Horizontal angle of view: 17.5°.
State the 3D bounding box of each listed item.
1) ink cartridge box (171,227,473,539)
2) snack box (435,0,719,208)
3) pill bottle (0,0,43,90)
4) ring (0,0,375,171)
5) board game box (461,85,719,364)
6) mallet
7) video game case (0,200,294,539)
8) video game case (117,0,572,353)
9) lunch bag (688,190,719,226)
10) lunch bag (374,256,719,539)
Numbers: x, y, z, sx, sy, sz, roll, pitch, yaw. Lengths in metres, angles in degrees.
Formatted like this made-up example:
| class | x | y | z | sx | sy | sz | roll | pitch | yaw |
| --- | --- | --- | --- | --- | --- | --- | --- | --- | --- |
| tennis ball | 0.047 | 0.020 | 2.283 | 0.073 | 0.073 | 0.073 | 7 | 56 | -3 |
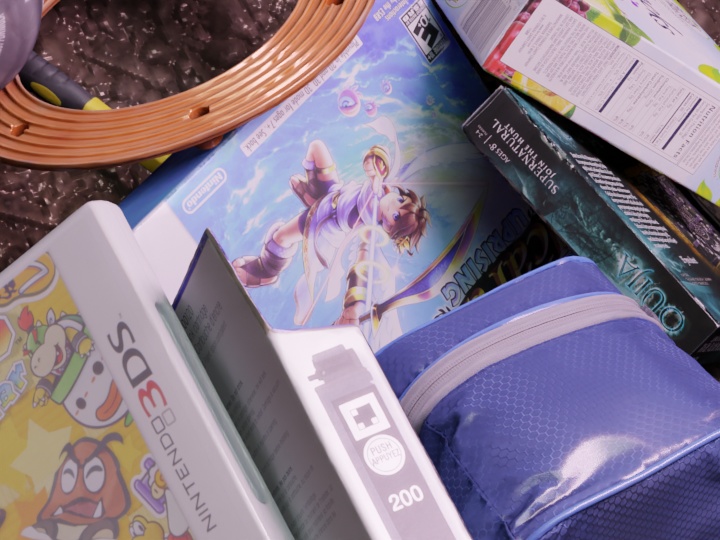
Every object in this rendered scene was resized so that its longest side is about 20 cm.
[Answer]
| class | x | y | z | sx | sy | sz | roll | pitch | yaw |
| --- | --- | --- | --- | --- | --- | --- | --- | --- | --- |
| ink cartridge box | -0.023 | 0.107 | 0.896 | 0.043 | 0.198 | 0.201 | -19 | 70 | -27 |
| snack box | 0.093 | -0.118 | 1.051 | 0.142 | 0.053 | 0.200 | 28 | 18 | -28 |
| pill bottle | -0.183 | -0.138 | 0.987 | 0.105 | 0.107 | 0.201 | 11 | 37 | -10 |
| ring | -0.085 | -0.103 | 1.002 | 0.199 | 0.019 | 0.201 | -13 | 38 | 10 |
| board game box | 0.126 | -0.018 | 1.027 | 0.028 | 0.200 | 0.135 | -45 | 74 | 15 |
| mallet | -0.113 | -0.074 | 1.045 | 0.200 | 0.066 | 0.041 | 40 | 43 | 9 |
| video game case | -0.129 | 0.104 | 0.890 | 0.023 | 0.200 | 0.183 | 8 | 49 | -61 |
| video game case | 0.000 | 0.000 | 1.001 | 0.200 | 0.045 | 0.182 | -47 | 113 | -30 |
| lunch bag | 0.266 | -0.093 | 1.086 | 0.140 | 0.168 | 0.200 | 49 | 48 | 9 |
| lunch bag | 0.072 | 0.104 | 0.921 | 0.135 | 0.201 | 0.132 | -21 | 46 | -23 |
